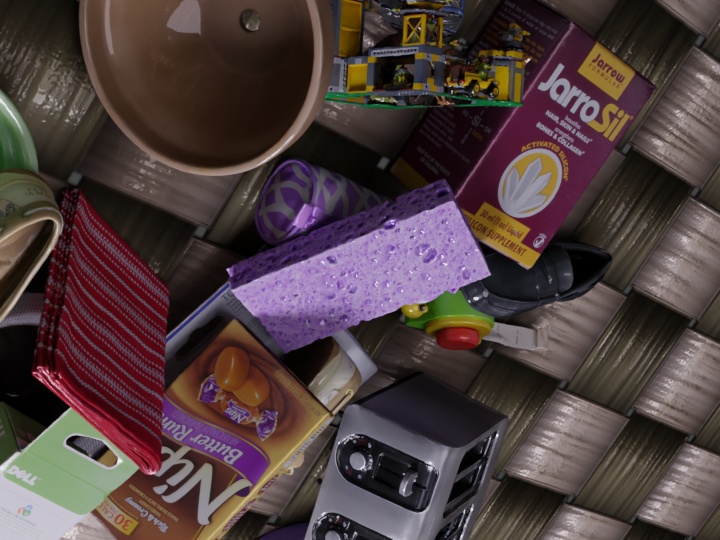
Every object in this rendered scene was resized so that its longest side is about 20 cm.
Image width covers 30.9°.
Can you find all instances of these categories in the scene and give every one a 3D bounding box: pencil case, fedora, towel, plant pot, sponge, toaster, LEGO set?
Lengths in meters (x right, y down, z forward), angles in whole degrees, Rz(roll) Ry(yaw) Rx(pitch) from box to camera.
[{"bbox_3d":[0.003,-0.030,1.148,0.199,0.086,0.084,20,108,-36],"label":"pencil case"},{"bbox_3d":[-0.284,0.081,1.046,0.177,0.090,0.200,-40,137,-1],"label":"fedora"},{"bbox_3d":[-0.193,0.045,1.013,0.022,0.201,0.145,-23,132,17],"label":"towel"},{"bbox_3d":[-0.101,-0.179,0.965,0.093,0.199,0.203,-42,149,-60],"label":"plant pot"},{"bbox_3d":[0.000,0.000,1.094,0.198,0.030,0.112,-22,141,9],"label":"sponge"},{"bbox_3d":[0.044,0.208,1.257,0.200,0.118,0.182,-15,126,-64],"label":"toaster"},{"bbox_3d":[0.034,-0.190,1.010,0.153,0.199,0.117,1,94,-36],"label":"LEGO set"}]

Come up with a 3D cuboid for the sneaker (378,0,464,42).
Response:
[{"bbox_3d":[0.058,-0.268,1.040,0.201,0.075,0.079,87,24,-48],"label":"sneaker"}]

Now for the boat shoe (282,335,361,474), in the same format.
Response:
[{"bbox_3d":[-0.075,0.149,1.167,0.200,0.074,0.066,-46,125,3],"label":"boat shoe"}]

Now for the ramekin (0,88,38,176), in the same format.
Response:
[{"bbox_3d":[-0.335,-0.076,0.916,0.198,0.098,0.202,-15,125,-22],"label":"ramekin"}]

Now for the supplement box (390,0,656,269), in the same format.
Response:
[{"bbox_3d":[0.143,-0.124,1.159,0.130,0.103,0.201,25,103,-37],"label":"supplement box"}]

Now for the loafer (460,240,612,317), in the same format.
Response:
[{"bbox_3d":[0.168,0.000,1.243,0.200,0.069,0.070,-6,159,-48],"label":"loafer"}]

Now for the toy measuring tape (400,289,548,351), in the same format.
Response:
[{"bbox_3d":[0.125,0.048,1.272,0.199,0.074,0.074,14,111,-33],"label":"toy measuring tape"}]

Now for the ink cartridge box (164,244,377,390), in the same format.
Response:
[{"bbox_3d":[-0.110,0.092,1.187,0.199,0.041,0.200,-41,130,-1],"label":"ink cartridge box"}]

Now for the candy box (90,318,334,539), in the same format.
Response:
[{"bbox_3d":[-0.131,0.154,1.097,0.200,0.117,0.056,-47,170,-3],"label":"candy box"}]

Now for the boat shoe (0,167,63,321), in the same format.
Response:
[{"bbox_3d":[-0.280,0.020,0.900,0.073,0.063,0.201,31,100,-40],"label":"boat shoe"}]

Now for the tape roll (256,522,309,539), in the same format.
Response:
[{"bbox_3d":[-0.062,0.368,1.357,0.198,0.085,0.202,-14,124,-21],"label":"tape roll"}]

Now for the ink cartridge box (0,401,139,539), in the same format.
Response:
[{"bbox_3d":[-0.271,0.169,1.014,0.200,0.059,0.104,-41,137,6],"label":"ink cartridge box"}]
